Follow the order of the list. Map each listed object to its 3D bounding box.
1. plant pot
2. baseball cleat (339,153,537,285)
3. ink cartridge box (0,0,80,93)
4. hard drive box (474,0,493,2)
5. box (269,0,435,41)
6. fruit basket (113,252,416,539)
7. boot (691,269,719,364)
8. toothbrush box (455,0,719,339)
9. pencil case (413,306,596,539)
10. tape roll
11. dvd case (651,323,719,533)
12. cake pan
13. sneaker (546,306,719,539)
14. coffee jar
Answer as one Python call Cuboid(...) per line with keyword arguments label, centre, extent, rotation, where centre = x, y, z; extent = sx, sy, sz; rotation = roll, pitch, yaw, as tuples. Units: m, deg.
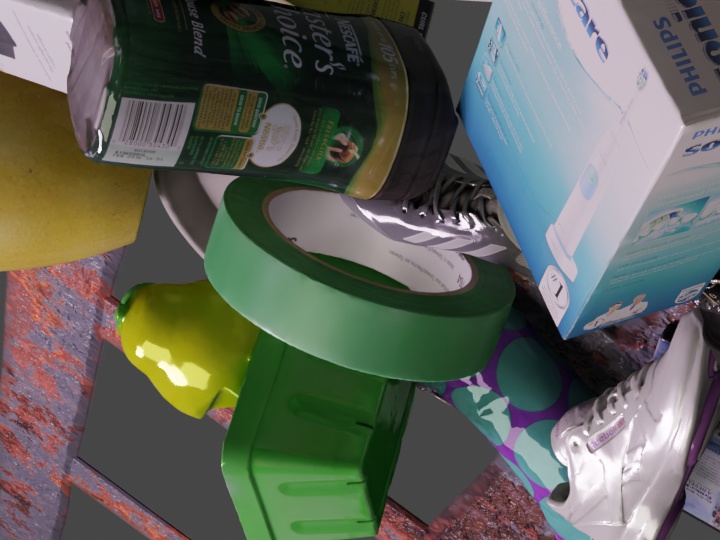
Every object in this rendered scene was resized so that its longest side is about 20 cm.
Cuboid(label="plant pot", centre=(-0.226, -0.085, 1.219), extent=(0.141, 0.202, 0.200), rotation=(12, 154, -9))
Cuboid(label="baseball cleat", centre=(0.076, -0.044, 1.019), extent=(0.198, 0.070, 0.107), rotation=(19, 163, 11))
Cuboid(label="ink cartridge box", centre=(-0.193, -0.199, 1.021), extent=(0.199, 0.146, 0.083), rotation=(20, 151, 31))
Cuboid(label="hard drive box", centre=(-0.012, -0.213, 0.780), extent=(0.198, 0.077, 0.156), rotation=(4, 146, 6))
Cuboid(label="box", centre=(-0.058, -0.167, 0.937), extent=(0.199, 0.051, 0.075), rotation=(24, 160, -27))
Cuboid(label="fruit basket", centre=(-0.070, 0.076, 1.147), extent=(0.214, 0.216, 0.156), rotation=(23, 150, 25))
Cuboid(label="boot", centre=(0.240, -0.004, 0.879), extent=(0.210, 0.080, 0.158), rotation=(5, 139, 47))
Cuboid(label="toothbrush box", centre=(0.126, -0.082, 0.773), extent=(0.201, 0.085, 0.147), rotation=(104, 147, -60))
Cuboid(label="pencil case", centre=(0.124, 0.111, 1.161), extent=(0.092, 0.085, 0.200), rotation=(-40, 95, 19))
Cuboid(label="tape roll", centre=(0.000, 0.000, 1.054), extent=(0.199, 0.200, 0.049), rotation=(27, 112, 18))
Cuboid(label="dvd case", centre=(0.254, 0.125, 1.126), extent=(0.142, 0.018, 0.201), rotation=(29, 151, 15))
Cuboid(label="cake pan", centre=(-0.067, -0.037, 1.236), extent=(0.199, 0.037, 0.201), rotation=(28, 151, 17))
Cuboid(label="sneaker", centre=(0.174, 0.102, 1.052), extent=(0.099, 0.075, 0.201), rotation=(26, 125, 16))
Cuboid(label="coffee jar", centre=(-0.050, -0.096, 0.870), extent=(0.198, 0.105, 0.086), rotation=(6, 124, -25))
